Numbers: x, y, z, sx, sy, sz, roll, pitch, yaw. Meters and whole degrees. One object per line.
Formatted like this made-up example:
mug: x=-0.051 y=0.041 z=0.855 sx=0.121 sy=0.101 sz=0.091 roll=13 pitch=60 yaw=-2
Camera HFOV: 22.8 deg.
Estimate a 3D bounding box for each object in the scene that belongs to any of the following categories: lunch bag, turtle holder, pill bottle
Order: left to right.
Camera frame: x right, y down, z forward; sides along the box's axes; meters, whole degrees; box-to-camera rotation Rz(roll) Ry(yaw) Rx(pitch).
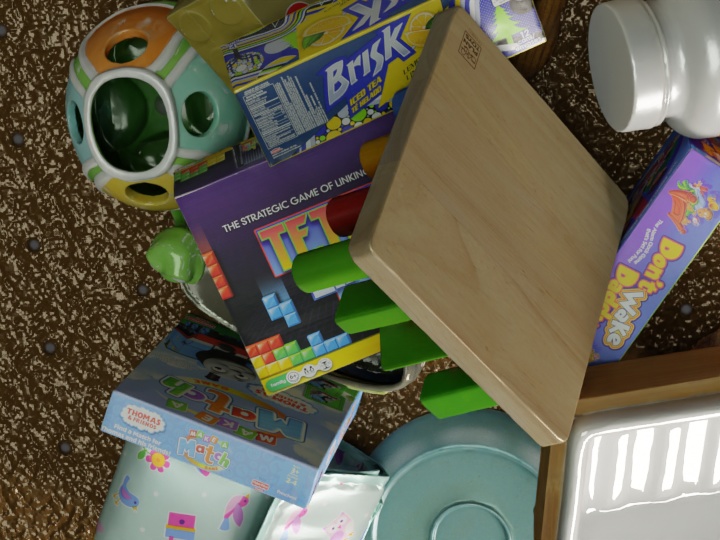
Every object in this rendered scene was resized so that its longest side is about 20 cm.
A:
turtle holder: x=-0.152 y=-0.097 z=1.283 sx=0.140 sy=0.132 sz=0.186 roll=20 pitch=107 yaw=3
lunch bag: x=-0.095 y=0.192 z=1.356 sx=0.199 sy=0.122 sz=0.171 roll=21 pitch=105 yaw=-4
pill bottle: x=0.257 y=-0.149 z=1.177 sx=0.199 sy=0.113 sz=0.114 roll=-11 pitch=103 yaw=-10

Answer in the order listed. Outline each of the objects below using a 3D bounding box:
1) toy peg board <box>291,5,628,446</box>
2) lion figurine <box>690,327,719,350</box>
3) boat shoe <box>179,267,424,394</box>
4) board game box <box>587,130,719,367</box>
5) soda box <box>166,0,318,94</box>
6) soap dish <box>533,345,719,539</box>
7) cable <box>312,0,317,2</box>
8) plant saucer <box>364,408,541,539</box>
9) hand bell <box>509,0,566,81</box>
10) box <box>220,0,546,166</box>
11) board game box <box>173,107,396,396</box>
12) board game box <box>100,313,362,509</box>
toy peg board: x=0.058 y=-0.020 z=1.125 sx=0.097 sy=0.200 sz=0.200 roll=-15 pitch=132 yaw=40
lion figurine: x=0.266 y=0.125 z=1.309 sx=0.122 sy=0.073 sz=0.201 roll=-8 pitch=118 yaw=-1
boat shoe: x=-0.046 y=0.035 z=1.336 sx=0.201 sy=0.060 sz=0.072 roll=22 pitch=106 yaw=3
board game box: x=0.190 y=-0.005 z=1.246 sx=0.045 sy=0.135 sz=0.201 roll=33 pitch=108 yaw=-1
soda box: x=-0.040 y=-0.134 z=1.249 sx=0.068 sy=0.064 sz=0.200 roll=-20 pitch=121 yaw=41
soap dish: x=0.210 y=0.129 z=1.201 sx=0.199 sy=0.081 sz=0.158 roll=-8 pitch=123 yaw=-15
cable: x=0.013 y=-0.250 z=1.219 sx=0.200 sy=0.069 sz=0.200 roll=41 pitch=130 yaw=-11
plant saucer: x=0.086 y=0.205 z=1.376 sx=0.199 sy=0.027 sz=0.201 roll=2 pitch=104 yaw=9
hand bell: x=0.133 y=-0.195 z=1.209 sx=0.104 sy=0.104 sz=0.200 roll=26 pitch=144 yaw=2
box: x=0.014 y=-0.148 z=1.160 sx=0.199 sy=0.070 sz=0.064 roll=-24 pitch=125 yaw=3
board game box: x=-0.006 y=-0.026 z=1.222 sx=0.199 sy=0.057 sz=0.166 roll=-23 pitch=115 yaw=4
board game box: x=-0.085 y=0.097 z=1.286 sx=0.150 sy=0.200 sz=0.037 roll=20 pitch=107 yaw=4
